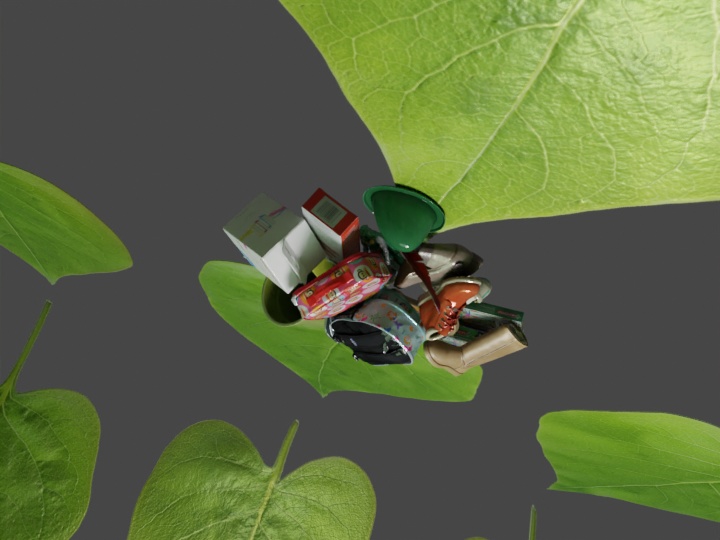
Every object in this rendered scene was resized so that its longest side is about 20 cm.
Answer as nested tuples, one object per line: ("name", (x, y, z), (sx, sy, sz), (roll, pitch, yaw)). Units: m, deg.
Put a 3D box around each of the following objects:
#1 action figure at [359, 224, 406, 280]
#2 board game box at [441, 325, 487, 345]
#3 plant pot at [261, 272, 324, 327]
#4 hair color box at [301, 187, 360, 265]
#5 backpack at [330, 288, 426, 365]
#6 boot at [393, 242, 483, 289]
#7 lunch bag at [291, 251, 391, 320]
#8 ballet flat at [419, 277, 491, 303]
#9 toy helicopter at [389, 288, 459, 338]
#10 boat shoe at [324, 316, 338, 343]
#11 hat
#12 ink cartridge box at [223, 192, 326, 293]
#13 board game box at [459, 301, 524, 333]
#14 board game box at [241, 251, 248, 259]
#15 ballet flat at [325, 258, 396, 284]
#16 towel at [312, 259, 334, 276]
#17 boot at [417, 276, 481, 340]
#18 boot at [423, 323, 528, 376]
("action figure", (0.046, -0.040, 1.631), (0.118, 0.055, 0.200), (9, 152, 37))
("board game box", (0.277, 0.179, 1.895), (0.134, 0.029, 0.200), (15, 170, 19))
("plant pot", (-0.129, 0.072, 1.923), (0.199, 0.201, 0.190), (6, 167, 36))
("hair color box", (-0.060, -0.083, 1.566), (0.111, 0.064, 0.200), (38, 162, 15))
("backpack", (0.053, 0.132, 1.645), (0.178, 0.151, 0.200), (46, 157, -23))
("boot", (0.170, 0.004, 1.561), (0.146, 0.071, 0.200), (16, 152, -11))
("lunch bag", (-0.044, 0.036, 1.543), (0.200, 0.082, 0.176), (-32, 169, 20))
("ballet flat", (0.205, 0.047, 1.645), (0.199, 0.070, 0.069), (-1, 150, 46))
("toy helicopter", (0.152, 0.102, 1.772), (0.199, 0.079, 0.133), (25, 143, 25))
("boat shoe", (-0.052, 0.083, 1.786), (0.075, 0.201, 0.062), (2, -160, -25))
("hat", (0.069, -0.047, 1.405), (0.199, 0.177, 0.166), (10, 156, 28))
("ink cartridge box", (-0.181, -0.057, 1.585), (0.200, 0.125, 0.129), (34, 163, 42))
("board game box", (0.306, 0.117, 1.791), (0.199, 0.029, 0.135), (14, 157, 20))
("board game box", (-0.221, -0.043, 1.774), (0.023, 0.105, 0.200), (-40, 138, 21))
("ballet flat", (0.000, 0.000, 1.749), (0.200, 0.070, 0.069), (31, 157, -24))
("towel", (-0.078, -0.011, 1.774), (0.018, 0.086, 0.200), (27, 165, 33))
("boot", (0.194, 0.081, 1.534), (0.075, 0.108, 0.200), (11, 152, -24))
("boot", (0.273, 0.176, 1.729), (0.200, 0.066, 0.175), (-29, 142, 29))
